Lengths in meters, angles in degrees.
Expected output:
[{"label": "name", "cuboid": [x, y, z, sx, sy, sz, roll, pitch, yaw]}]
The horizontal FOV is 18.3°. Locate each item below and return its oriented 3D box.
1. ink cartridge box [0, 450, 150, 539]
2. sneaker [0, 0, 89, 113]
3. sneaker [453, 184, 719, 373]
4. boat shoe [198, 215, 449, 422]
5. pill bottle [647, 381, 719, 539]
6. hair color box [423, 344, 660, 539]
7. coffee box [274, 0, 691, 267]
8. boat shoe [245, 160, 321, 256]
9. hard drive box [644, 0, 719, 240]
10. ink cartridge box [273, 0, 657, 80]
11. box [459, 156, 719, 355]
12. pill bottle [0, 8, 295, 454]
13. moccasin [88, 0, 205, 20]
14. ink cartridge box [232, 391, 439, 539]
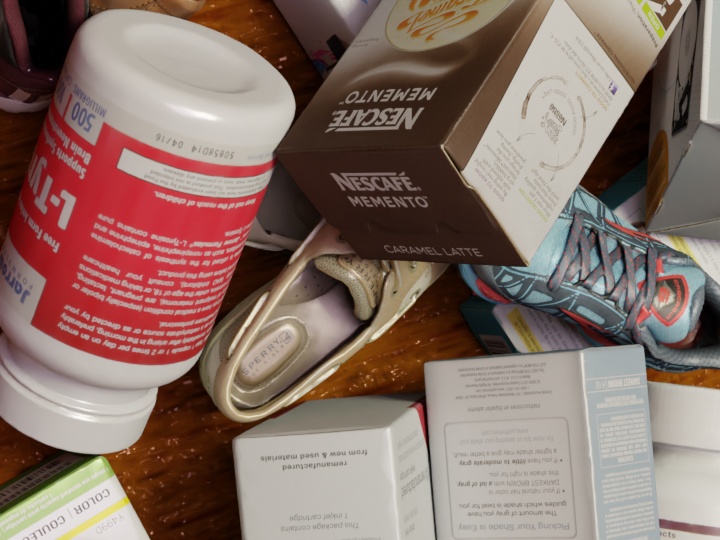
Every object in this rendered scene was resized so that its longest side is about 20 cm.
[{"label": "ink cartridge box", "cuboid": [-0.152, 0.211, 1.131, 0.148, 0.076, 0.200, -31, 100, -18]}, {"label": "sneaker", "cuboid": [-0.173, -0.178, 1.098, 0.076, 0.115, 0.200, -21, 98, -19]}, {"label": "sneaker", "cuboid": [0.132, -0.001, 1.144, 0.200, 0.095, 0.079, 24, 84, -42]}, {"label": "boat shoe", "cuboid": [0.000, 0.000, 1.126, 0.200, 0.065, 0.072, -44, 103, -1]}, {"label": "pill bottle", "cuboid": [0.178, 0.162, 1.177, 0.109, 0.110, 0.201, 7, 88, -21]}, {"label": "hair color box", "cuboid": [0.095, 0.141, 1.125, 0.061, 0.099, 0.201, -1, 86, -51]}, {"label": "coffee box", "cuboid": [0.066, -0.102, 1.069, 0.080, 0.114, 0.200, 51, 57, -32]}, {"label": "boat shoe", "cuboid": [-0.056, -0.044, 1.173, 0.200, 0.063, 0.071, 20, 86, -19]}, {"label": "hard drive box", "cuboid": [0.205, -0.134, 1.187, 0.077, 0.156, 0.201, 7, 69, -1]}, {"label": "ink cartridge box", "cuboid": [0.043, -0.151, 1.196, 0.145, 0.084, 0.200, -37, 104, -16]}, {"label": "box", "cuboid": [0.158, -0.005, 1.260, 0.200, 0.049, 0.082, -37, 104, -16]}, {"label": "pill bottle", "cuboid": [-0.115, -0.016, 1.093, 0.112, 0.112, 0.200, 14, 115, -20]}, {"label": "moccasin", "cuboid": [-0.117, -0.220, 1.124, 0.074, 0.078, 0.202, 3, 75, -48]}, {"label": "ink cartridge box", "cuboid": [0.000, 0.171, 1.144, 0.083, 0.146, 0.201, -5, 93, 12]}]
